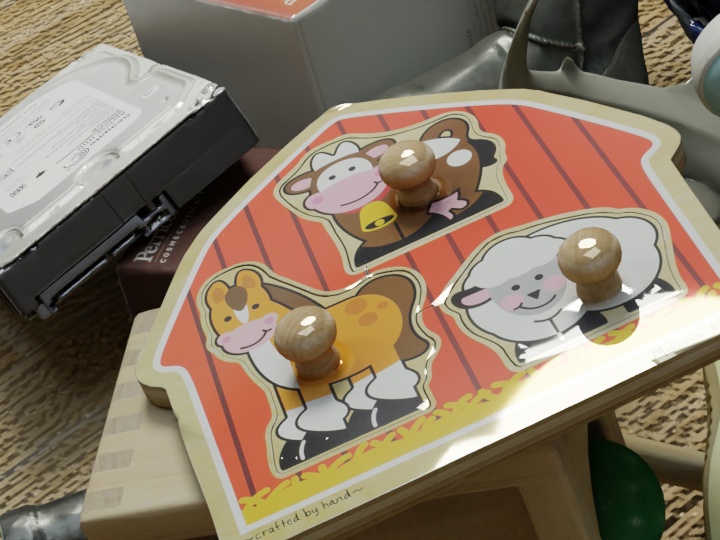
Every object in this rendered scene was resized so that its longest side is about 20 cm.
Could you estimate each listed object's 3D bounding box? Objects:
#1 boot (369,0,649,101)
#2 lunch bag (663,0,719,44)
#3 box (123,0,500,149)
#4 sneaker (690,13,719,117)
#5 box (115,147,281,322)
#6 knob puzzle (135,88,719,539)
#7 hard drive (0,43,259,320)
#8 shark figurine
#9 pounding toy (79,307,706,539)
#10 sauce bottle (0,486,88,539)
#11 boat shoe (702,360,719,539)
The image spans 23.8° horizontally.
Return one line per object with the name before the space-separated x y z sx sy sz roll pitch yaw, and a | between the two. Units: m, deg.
boot | 0.072 -0.158 0.842 0.181 0.201 0.072 -9 14 -26
lunch bag | 0.226 -0.140 0.796 0.200 0.136 0.132 39 83 20
box | -0.002 -0.150 0.933 0.152 0.107 0.200 20 48 43
sneaker | 0.228 -0.074 0.665 0.199 0.074 0.082 -4 42 18
box | 0.000 0.000 0.793 0.199 0.075 0.100 3 41 21
knob puzzle | 0.014 -0.010 0.562 0.218 0.031 0.220 -15 38 12
hard drive | -0.146 -0.051 0.854 0.140 0.038 0.200 -41 27 -11
shark figurine | 0.138 -0.074 0.767 0.090 0.214 0.128 -58 24 15
pounding toy | 0.038 0.082 0.615 0.199 0.185 0.143 -11 39 15
sauce bottle | -0.049 0.087 0.707 0.199 0.065 0.065 -19 39 -9
boat shoe | 0.164 0.073 0.619 0.063 0.073 0.202 -14 54 26
